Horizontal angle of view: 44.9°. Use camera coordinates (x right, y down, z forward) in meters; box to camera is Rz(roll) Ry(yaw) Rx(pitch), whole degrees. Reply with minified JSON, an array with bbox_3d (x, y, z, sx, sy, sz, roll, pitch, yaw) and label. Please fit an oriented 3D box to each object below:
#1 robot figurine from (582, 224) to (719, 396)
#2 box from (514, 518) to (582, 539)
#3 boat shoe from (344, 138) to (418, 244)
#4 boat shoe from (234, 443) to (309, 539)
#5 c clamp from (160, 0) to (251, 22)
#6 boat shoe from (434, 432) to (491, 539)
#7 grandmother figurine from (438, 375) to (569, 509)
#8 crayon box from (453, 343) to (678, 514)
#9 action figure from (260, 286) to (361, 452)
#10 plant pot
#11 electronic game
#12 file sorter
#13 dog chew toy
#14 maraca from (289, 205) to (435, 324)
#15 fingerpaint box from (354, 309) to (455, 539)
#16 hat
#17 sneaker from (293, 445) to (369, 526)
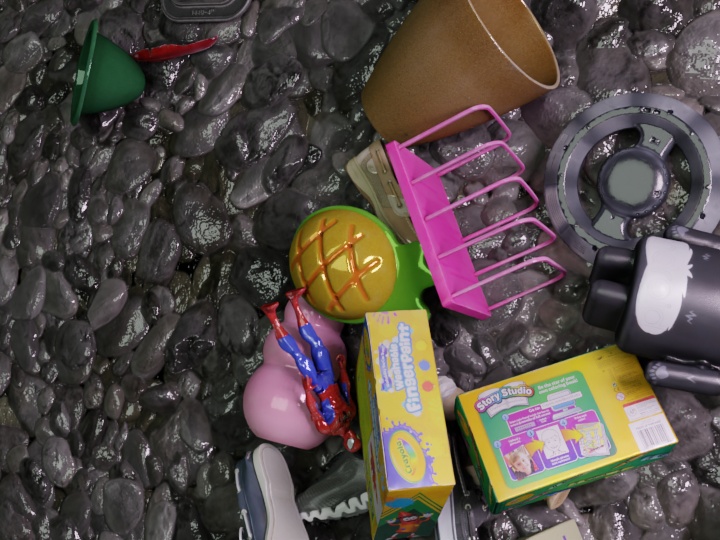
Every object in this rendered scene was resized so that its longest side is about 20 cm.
[{"bbox_3d":[0.330,0.036,0.878,0.198,0.125,0.152,12,100,12],"label":"robot figurine"},{"bbox_3d":[0.182,0.358,0.869,0.096,0.200,0.177,-28,71,21],"label":"box"},{"bbox_3d":[0.054,-0.081,1.082,0.064,0.071,0.201,-41,66,14],"label":"boat shoe"},{"bbox_3d":[-0.111,0.305,1.028,0.062,0.075,0.201,-35,56,24],"label":"boat shoe"},{"bbox_3d":[-0.218,-0.455,1.315,0.199,0.027,0.172,1,87,26],"label":"c clamp"},{"bbox_3d":[0.118,0.280,0.987,0.066,0.070,0.202,-6,84,-3],"label":"boat shoe"},{"bbox_3d":[0.152,0.189,0.996,0.199,0.060,0.122,34,104,30],"label":"grandmother figurine"},{"bbox_3d":[0.211,0.163,0.912,0.199,0.058,0.119,-17,62,-4],"label":"crayon box"},{"bbox_3d":[-0.048,0.122,1.014,0.052,0.065,0.201,-14,103,52],"label":"action figure"},{"bbox_3d":[0.100,-0.240,1.039,0.199,0.186,0.188,-33,68,33],"label":"plant pot"},{"bbox_3d":[0.304,-0.097,0.971,0.198,0.042,0.202,-1,88,22],"label":"electronic game"},{"bbox_3d":[0.139,-0.066,0.998,0.125,0.139,0.201,-25,71,20],"label":"file sorter"},{"bbox_3d":[-0.072,0.117,1.092,0.124,0.124,0.202,9,78,28],"label":"dog chew toy"},{"bbox_3d":[0.000,0.000,1.027,0.199,0.107,0.138,21,106,25],"label":"maraca"},{"bbox_3d":[0.044,0.171,0.960,0.073,0.167,0.201,-3,56,-7],"label":"fingerpaint box"},{"bbox_3d":[-0.344,-0.288,1.355,0.200,0.175,0.167,4,84,66],"label":"hat"},{"bbox_3d":[-0.020,0.260,1.072,0.199,0.066,0.091,-20,66,23],"label":"sneaker"}]
